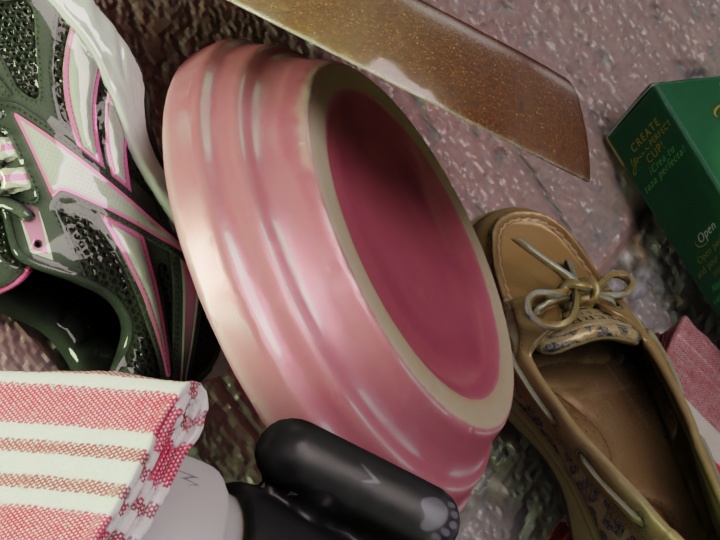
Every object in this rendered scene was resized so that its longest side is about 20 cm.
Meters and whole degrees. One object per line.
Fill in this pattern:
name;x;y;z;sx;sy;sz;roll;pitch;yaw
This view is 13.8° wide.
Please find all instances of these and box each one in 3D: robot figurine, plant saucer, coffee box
robot figurine;-0.035;0.145;1.028;0.200;0.125;0.150;31;51;-18
plant saucer;0.004;-0.092;1.133;0.200;0.200;0.034;24;94;-27
coffee box;0.205;0.001;1.303;0.123;0.044;0.200;-11;62;-40
plant saucer;0.000;0.000;1.115;0.201;0.051;0.201;50;24;-33

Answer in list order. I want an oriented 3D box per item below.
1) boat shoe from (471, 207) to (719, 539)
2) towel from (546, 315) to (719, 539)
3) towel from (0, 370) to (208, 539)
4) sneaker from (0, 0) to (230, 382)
boat shoe;0.100;0.050;1.194;0.073;0.063;0.200;-15;63;-26
towel;0.139;0.134;1.237;0.144;0.023;0.200;45;51;-15
towel;-0.148;0.107;0.958;0.200;0.146;0.030;-61;141;-38
sneaker;-0.115;-0.031;1.080;0.200;0.080;0.086;52;50;-5
